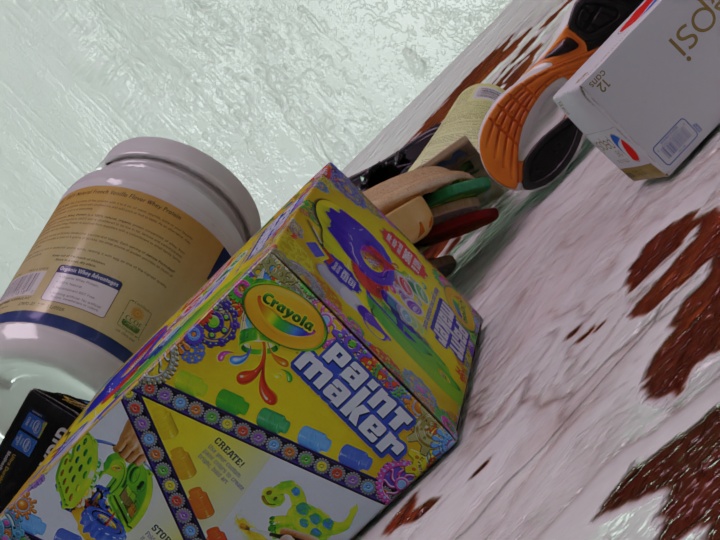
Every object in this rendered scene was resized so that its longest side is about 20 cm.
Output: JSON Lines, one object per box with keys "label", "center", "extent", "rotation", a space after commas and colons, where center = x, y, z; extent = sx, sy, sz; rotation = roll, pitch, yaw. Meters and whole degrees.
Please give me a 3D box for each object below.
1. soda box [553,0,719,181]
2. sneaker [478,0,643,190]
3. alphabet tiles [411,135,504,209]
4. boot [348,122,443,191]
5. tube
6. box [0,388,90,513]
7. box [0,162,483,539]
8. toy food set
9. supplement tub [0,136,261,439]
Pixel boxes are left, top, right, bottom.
{"label": "soda box", "center": [0.188, -0.136, 1.023], "extent": [0.200, 0.064, 0.068], "rotation": [-46, 4, -5]}
{"label": "sneaker", "center": [0.145, -0.133, 1.329], "extent": [0.200, 0.076, 0.092], "rotation": [-45, 0, -3]}
{"label": "alphabet tiles", "center": [0.002, -0.014, 1.388], "extent": [0.199, 0.008, 0.167], "rotation": [-35, -14, 5]}
{"label": "boot", "center": [0.004, -0.036, 1.678], "extent": [0.200, 0.077, 0.168], "rotation": [-37, 4, 23]}
{"label": "tube", "center": [0.081, -0.093, 1.559], "extent": [0.058, 0.052, 0.200], "rotation": [-48, 4, 19]}
{"label": "box", "center": [-0.187, 0.170, 1.194], "extent": [0.201, 0.049, 0.160], "rotation": [-61, -19, -1]}
{"label": "box", "center": [-0.051, 0.072, 1.019], "extent": [0.193, 0.122, 0.200], "rotation": [-43, 5, 14]}
{"label": "toy food set", "center": [0.000, 0.000, 1.303], "extent": [0.197, 0.049, 0.200], "rotation": [-20, -18, -49]}
{"label": "supplement tub", "center": [-0.158, 0.023, 1.376], "extent": [0.144, 0.144, 0.201], "rotation": [-39, 20, 51]}
